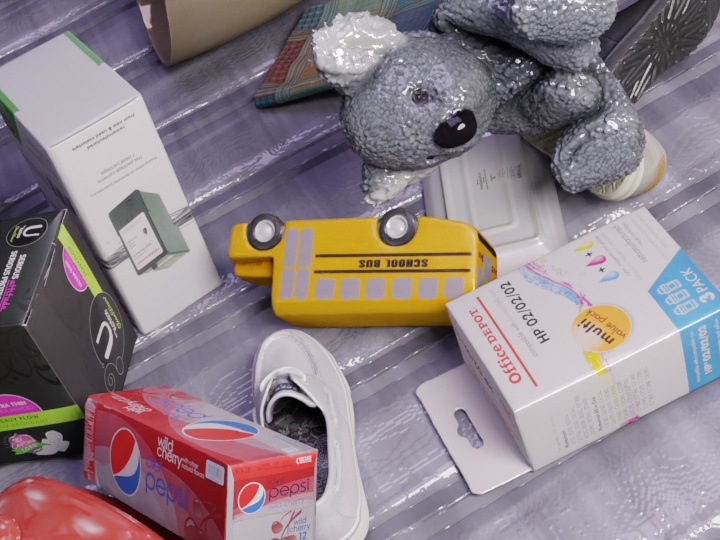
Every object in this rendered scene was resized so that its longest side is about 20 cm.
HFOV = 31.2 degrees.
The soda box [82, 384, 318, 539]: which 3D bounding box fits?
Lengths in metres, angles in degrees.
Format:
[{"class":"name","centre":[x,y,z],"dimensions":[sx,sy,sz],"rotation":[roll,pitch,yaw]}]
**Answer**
[{"class":"soda box","centre":[-0.110,0.128,0.848],"dimensions":[0.070,0.064,0.200],"rotation":[-4,10,-37]}]

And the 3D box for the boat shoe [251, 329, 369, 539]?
[{"class":"boat shoe","centre":[-0.045,0.105,0.896],"dimensions":[0.072,0.069,0.201],"rotation":[-16,44,6]}]

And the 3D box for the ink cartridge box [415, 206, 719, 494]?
[{"class":"ink cartridge box","centre":[0.137,0.053,0.875],"dimensions":[0.199,0.068,0.115],"rotation":[-26,43,-4]}]

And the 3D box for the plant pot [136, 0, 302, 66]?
[{"class":"plant pot","centre":[-0.120,-0.319,1.274],"dimensions":[0.199,0.188,0.188],"rotation":[-17,42,-14]}]

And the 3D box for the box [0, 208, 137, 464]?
[{"class":"box","centre":[-0.296,0.059,0.985],"dimensions":[0.199,0.149,0.125],"rotation":[-9,43,15]}]

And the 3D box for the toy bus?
[{"class":"toy bus","centre":[0.000,0.000,0.972],"dimensions":[0.199,0.065,0.079],"rotation":[-2,76,20]}]

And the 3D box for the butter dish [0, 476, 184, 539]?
[{"class":"butter dish","centre":[-0.201,0.207,0.802],"dimensions":[0.199,0.148,0.200],"rotation":[17,54,34]}]

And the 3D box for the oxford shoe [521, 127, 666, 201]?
[{"class":"oxford shoe","centre":[0.175,-0.120,1.031],"dimensions":[0.057,0.075,0.200],"rotation":[4,35,-33]}]

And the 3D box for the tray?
[{"class":"tray","centre":[0.103,-0.066,1.041],"dimensions":[0.107,0.022,0.201],"rotation":[-13,44,8]}]

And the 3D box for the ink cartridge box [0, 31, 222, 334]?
[{"class":"ink cartridge box","centre":[-0.205,-0.069,1.039],"dimensions":[0.084,0.201,0.146],"rotation":[-33,44,-16]}]

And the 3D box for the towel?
[{"class":"towel","centre":[0.001,-0.221,1.199],"dimensions":[0.199,0.022,0.147],"rotation":[-9,41,36]}]

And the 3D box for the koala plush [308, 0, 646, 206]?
[{"class":"koala plush","centre":[0.071,-0.135,0.928],"dimensions":[0.199,0.178,0.184],"rotation":[-27,39,-3]}]

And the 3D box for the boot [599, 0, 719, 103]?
[{"class":"boot","centre":[0.190,-0.224,1.138],"dimensions":[0.165,0.066,0.200],"rotation":[-41,42,-21]}]
